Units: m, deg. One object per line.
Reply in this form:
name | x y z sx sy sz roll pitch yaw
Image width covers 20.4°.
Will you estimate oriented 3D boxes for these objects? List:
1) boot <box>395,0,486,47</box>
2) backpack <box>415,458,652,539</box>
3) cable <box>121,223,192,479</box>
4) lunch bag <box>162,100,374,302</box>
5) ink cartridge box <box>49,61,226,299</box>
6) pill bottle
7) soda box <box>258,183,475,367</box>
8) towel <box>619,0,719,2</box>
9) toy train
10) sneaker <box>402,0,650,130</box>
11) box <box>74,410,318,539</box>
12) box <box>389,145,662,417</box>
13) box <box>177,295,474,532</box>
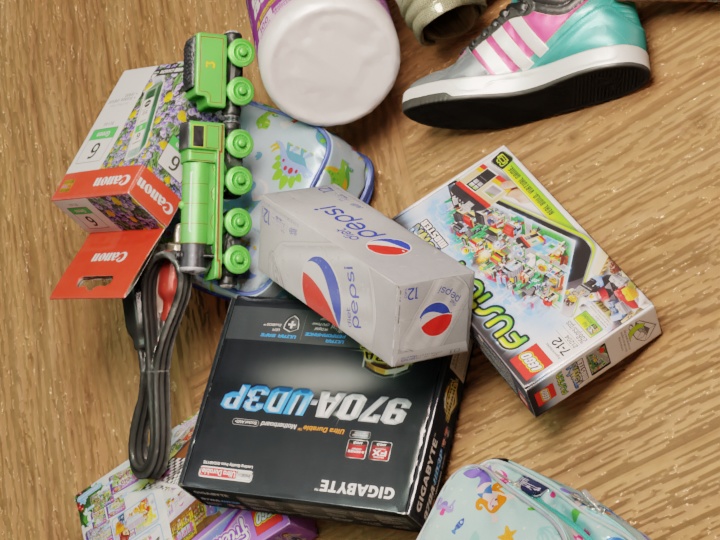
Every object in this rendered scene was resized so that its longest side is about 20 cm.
boot | 0.041 -0.252 1.580 0.072 0.200 0.155 -33 87 10
backpack | 0.118 0.228 1.287 0.199 0.150 0.179 29 89 38
cable | -0.153 0.061 1.576 0.097 0.050 0.202 -12 84 47
lunch bag | -0.094 -0.053 1.625 0.199 0.082 0.162 21 85 42
ink cartridge box | -0.186 -0.072 1.588 0.108 0.050 0.201 -2 53 47
pill bottle | -0.035 -0.209 1.602 0.112 0.112 0.201 -42 29 17
soda box | 0.000 0.000 1.452 0.200 0.068 0.064 34 126 51
towel | 0.258 -0.288 1.443 0.145 0.022 0.202 2 74 17
toy train | -0.113 -0.087 1.542 0.042 0.056 0.202 166 107 -67
sneaker | 0.120 -0.182 1.502 0.198 0.083 0.122 -10 69 27
box | -0.133 0.193 1.576 0.199 0.039 0.138 -34 52 23
box | 0.114 0.004 1.432 0.110 0.035 0.200 -33 49 -7
box | -0.024 0.104 1.489 0.198 0.046 0.160 4 67 29
